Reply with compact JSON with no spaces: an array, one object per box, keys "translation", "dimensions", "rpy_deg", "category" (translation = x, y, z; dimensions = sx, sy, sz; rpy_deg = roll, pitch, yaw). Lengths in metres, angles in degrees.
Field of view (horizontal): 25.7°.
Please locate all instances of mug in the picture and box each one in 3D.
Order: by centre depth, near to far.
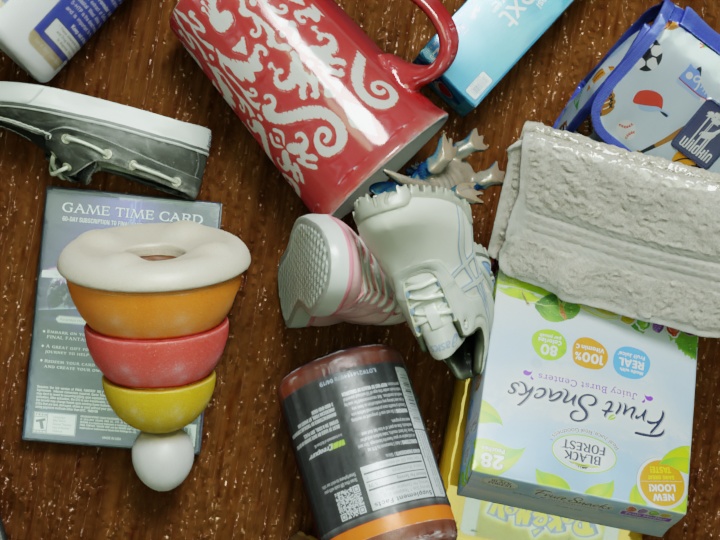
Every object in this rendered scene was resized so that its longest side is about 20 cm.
[{"translation":[-0.029,-0.165,1.231],"dimensions":[0.177,0.133,0.200],"rpy_deg":[-41,87,-5],"category":"mug"}]

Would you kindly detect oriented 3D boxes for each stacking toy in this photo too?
[{"translation":[-0.155,0.071,1.209],"dimensions":[0.144,0.146,0.202],"rpy_deg":[-1,107,-5],"category":"stacking toy"}]

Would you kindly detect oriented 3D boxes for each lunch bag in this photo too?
[{"translation":[0.247,-0.103,1.200],"dimensions":[0.169,0.200,0.124],"rpy_deg":[34,61,-4],"category":"lunch bag"}]

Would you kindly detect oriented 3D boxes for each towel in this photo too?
[{"translation":[0.196,-0.029,1.170],"dimensions":[0.198,0.035,0.133],"rpy_deg":[15,129,9],"category":"towel"}]

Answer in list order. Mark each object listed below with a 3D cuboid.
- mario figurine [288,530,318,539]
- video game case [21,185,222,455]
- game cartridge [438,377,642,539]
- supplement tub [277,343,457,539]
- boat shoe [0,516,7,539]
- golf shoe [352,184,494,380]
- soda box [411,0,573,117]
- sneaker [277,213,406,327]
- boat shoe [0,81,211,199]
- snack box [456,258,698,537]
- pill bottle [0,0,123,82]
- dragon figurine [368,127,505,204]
[{"translation":[-0.076,0.307,1.241],"dimensions":[0.123,0.106,0.201],"rpy_deg":[27,72,33],"category":"mario figurine"},{"translation":[-0.189,0.040,1.260],"dimensions":[0.141,0.019,0.202],"rpy_deg":[5,86,-5],"category":"video game case"},{"translation":[0.146,0.181,1.274],"dimensions":[0.174,0.032,0.202],"rpy_deg":[11,85,-4],"category":"game cartridge"},{"translation":[0.010,0.166,1.203],"dimensions":[0.106,0.107,0.202],"rpy_deg":[-15,72,-5],"category":"supplement tub"},{"translation":[-0.264,0.262,1.221],"dimensions":[0.065,0.072,0.203],"rpy_deg":[-11,89,-15],"category":"boat shoe"},{"translation":[0.056,0.010,1.132],"dimensions":[0.078,0.200,0.098],"rpy_deg":[-16,60,18],"category":"golf shoe"},{"translation":[0.131,-0.220,1.273],"dimensions":[0.064,0.068,0.200],"rpy_deg":[43,85,-2],"category":"soda box"},{"translation":[0.000,0.000,1.191],"dimensions":[0.103,0.200,0.076],"rpy_deg":[-5,81,-11],"category":"sneaker"},{"translation":[-0.218,-0.102,1.237],"dimensions":[0.198,0.071,0.064],"rpy_deg":[13,85,-6],"category":"boat shoe"},{"translation":[0.172,0.089,1.227],"dimensions":[0.167,0.068,0.202],"rpy_deg":[11,65,-3],"category":"snack box"},{"translation":[-0.220,-0.256,1.220],"dimensions":[0.120,0.120,0.200],"rpy_deg":[43,85,-2],"category":"pill bottle"},{"translation":[0.047,-0.055,1.195],"dimensions":[0.099,0.200,0.059],"rpy_deg":[-34,90,28],"category":"dragon figurine"}]
